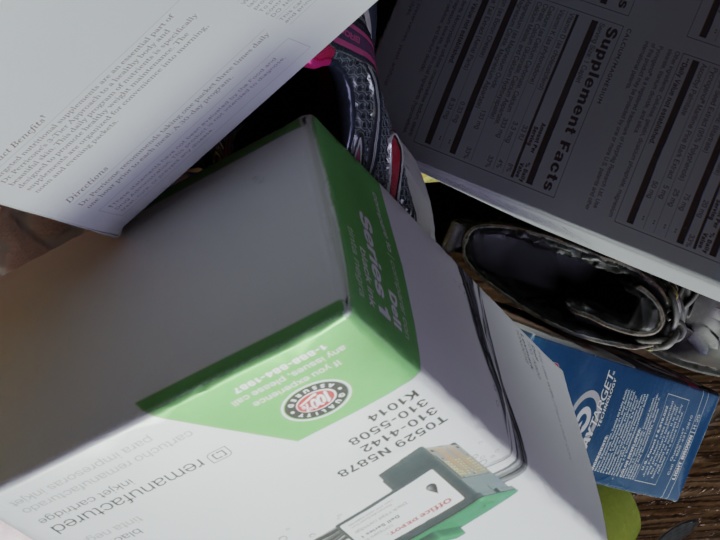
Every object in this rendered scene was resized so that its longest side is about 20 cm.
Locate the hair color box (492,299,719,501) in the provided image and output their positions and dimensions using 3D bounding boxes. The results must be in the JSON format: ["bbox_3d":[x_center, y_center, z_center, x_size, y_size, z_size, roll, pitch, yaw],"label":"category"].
[{"bbox_3d":[0.077,0.052,1.027,0.200,0.100,0.061,18,95,-57],"label":"hair color box"}]

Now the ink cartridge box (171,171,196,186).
[{"bbox_3d":[-0.099,0.017,0.933,0.200,0.044,0.094,-26,161,38],"label":"ink cartridge box"}]

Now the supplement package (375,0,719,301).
[{"bbox_3d":[0.134,-0.072,0.853,0.152,0.200,0.151,21,93,-57],"label":"supplement package"}]

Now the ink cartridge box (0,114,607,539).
[{"bbox_3d":[-0.022,0.055,0.765,0.146,0.085,0.200,-27,142,17],"label":"ink cartridge box"}]

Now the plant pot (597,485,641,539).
[{"bbox_3d":[0.062,0.179,1.317,0.200,0.187,0.187,-38,156,-18],"label":"plant pot"}]

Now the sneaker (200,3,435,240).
[{"bbox_3d":[-0.022,-0.031,0.777,0.080,0.075,0.200,-10,133,7],"label":"sneaker"}]

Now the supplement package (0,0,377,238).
[{"bbox_3d":[-0.095,-0.138,0.623,0.191,0.147,0.200,-40,151,21],"label":"supplement package"}]

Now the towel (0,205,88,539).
[{"bbox_3d":[-0.130,0.059,0.809,0.191,0.032,0.200,-34,134,-14],"label":"towel"}]

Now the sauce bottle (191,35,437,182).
[{"bbox_3d":[-0.021,-0.063,0.914,0.199,0.066,0.066,-9,146,-38],"label":"sauce bottle"}]

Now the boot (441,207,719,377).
[{"bbox_3d":[0.133,0.015,1.034,0.174,0.199,0.069,-61,170,-82],"label":"boot"}]
